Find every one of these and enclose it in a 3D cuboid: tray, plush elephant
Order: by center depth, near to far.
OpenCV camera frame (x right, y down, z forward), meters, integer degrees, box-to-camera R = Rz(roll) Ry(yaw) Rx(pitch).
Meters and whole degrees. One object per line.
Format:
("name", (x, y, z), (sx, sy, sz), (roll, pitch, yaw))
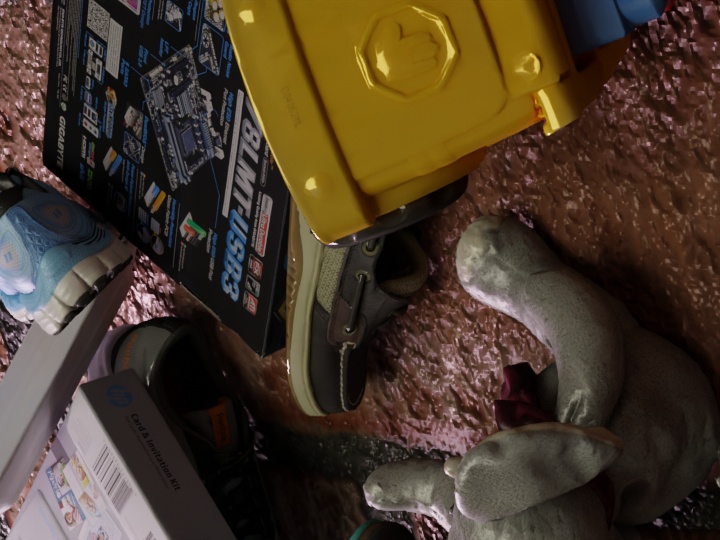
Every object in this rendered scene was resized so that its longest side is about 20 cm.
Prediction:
("plush elephant", (0.080, 0.095, 1.138), (0.199, 0.154, 0.166), (24, 128, 42))
("tray", (-0.183, 0.069, 1.445), (0.022, 0.201, 0.107), (35, 148, -16))

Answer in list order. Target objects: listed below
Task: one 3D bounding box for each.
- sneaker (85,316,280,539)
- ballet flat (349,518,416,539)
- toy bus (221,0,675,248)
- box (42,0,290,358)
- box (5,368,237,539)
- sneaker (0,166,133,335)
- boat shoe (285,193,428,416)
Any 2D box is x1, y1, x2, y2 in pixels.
("sneaker", (-0.087, 0.119, 1.435), (0.079, 0.074, 0.201), (-24, 91, 49))
("ballet flat", (0.024, 0.210, 1.364), (0.068, 0.068, 0.201), (31, 144, 24))
("toy bus", (0.053, -0.111, 1.071), (0.191, 0.200, 0.136), (-21, 96, 16))
("box", (-0.086, -0.089, 1.328), (0.198, 0.050, 0.201), (37, 136, 31))
("box", (-0.133, 0.175, 1.424), (0.156, 0.041, 0.200), (56, 141, 22))
("sneaker", (-0.183, -0.025, 1.415), (0.090, 0.078, 0.200), (47, 170, -12))
("boat shoe", (0.000, -0.001, 1.257), (0.066, 0.072, 0.202), (8, 132, 9))
